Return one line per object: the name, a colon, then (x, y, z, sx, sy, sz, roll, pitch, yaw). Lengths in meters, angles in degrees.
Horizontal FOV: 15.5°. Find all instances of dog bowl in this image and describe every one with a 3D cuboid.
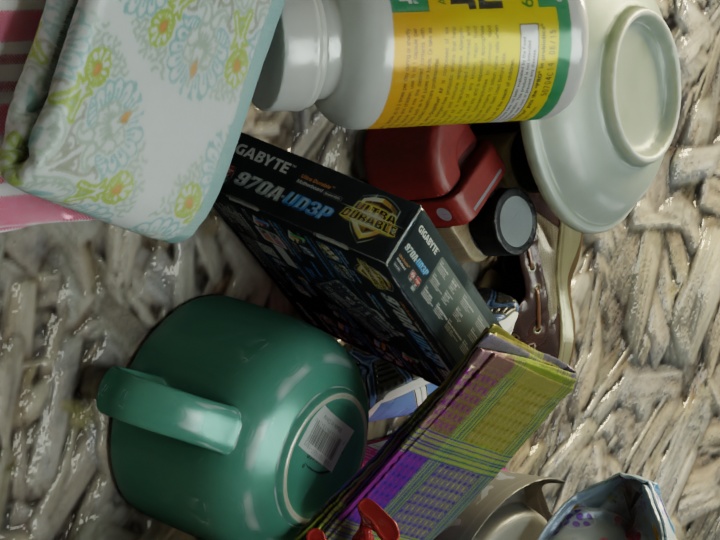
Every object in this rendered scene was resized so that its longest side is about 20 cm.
dog bowl: (0.078, 0.226, 1.819, 0.200, 0.059, 0.200, -34, 135, -44)

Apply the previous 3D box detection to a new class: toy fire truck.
toy fire truck: (0.072, -0.127, 1.780, 0.200, 0.129, 0.176, 56, 52, -29)

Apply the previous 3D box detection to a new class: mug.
mug: (-0.075, 0.108, 1.660, 0.185, 0.114, 0.152, -31, 130, -46)

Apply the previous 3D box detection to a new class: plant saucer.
plant saucer: (0.174, -0.125, 1.797, 0.200, 0.050, 0.200, -2, 92, -58)

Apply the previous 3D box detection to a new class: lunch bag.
lunch bag: (0.173, 0.257, 1.813, 0.200, 0.127, 0.170, -61, 151, -25)

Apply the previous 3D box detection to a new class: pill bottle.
pill bottle: (0.030, -0.145, 1.635, 0.200, 0.113, 0.113, -4, 113, -22)

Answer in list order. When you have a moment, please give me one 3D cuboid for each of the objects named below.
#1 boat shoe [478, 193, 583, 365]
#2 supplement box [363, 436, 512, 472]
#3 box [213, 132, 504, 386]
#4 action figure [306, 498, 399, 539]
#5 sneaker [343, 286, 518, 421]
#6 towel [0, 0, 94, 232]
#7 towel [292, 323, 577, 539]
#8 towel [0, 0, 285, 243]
boat shoe: (0.117, 0.017, 1.963, 0.072, 0.072, 0.200, -9, 127, -21)
supplement box: (0.010, 0.188, 1.843, 0.200, 0.103, 0.101, -8, 114, -53)
box: (0.000, 0.000, 1.675, 0.046, 0.159, 0.200, -56, 145, -14)
action figure: (0.006, 0.231, 1.654, 0.065, 0.099, 0.200, -27, 156, -16)
sneaker: (0.044, 0.077, 1.861, 0.200, 0.076, 0.077, -23, 125, -45)
towel: (-0.178, -0.117, 1.470, 0.146, 0.030, 0.200, -13, 117, -54)
towel: (0.048, 0.121, 1.677, 0.200, 0.023, 0.144, -49, 153, 11)
towel: (-0.120, -0.125, 1.496, 0.171, 0.048, 0.200, 21, 86, -57)
